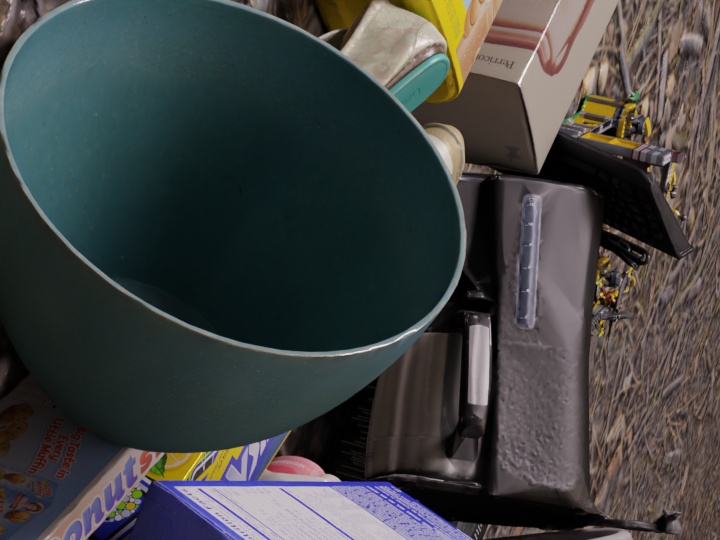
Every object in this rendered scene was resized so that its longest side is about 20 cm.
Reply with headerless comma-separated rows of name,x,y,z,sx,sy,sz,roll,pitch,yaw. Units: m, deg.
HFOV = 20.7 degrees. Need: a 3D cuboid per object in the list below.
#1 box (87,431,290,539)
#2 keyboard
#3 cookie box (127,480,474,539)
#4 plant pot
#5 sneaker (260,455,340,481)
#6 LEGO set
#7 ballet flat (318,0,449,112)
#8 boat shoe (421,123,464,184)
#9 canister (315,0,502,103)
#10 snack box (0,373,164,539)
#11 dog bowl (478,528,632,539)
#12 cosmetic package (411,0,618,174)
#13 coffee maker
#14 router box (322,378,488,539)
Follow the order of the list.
box,-0.089,0.087,0.981,0.070,0.064,0.200,84,29,-42
keyboard,0.134,-0.050,1.264,0.021,0.200,0.127,-46,132,-11
cookie box,-0.046,0.192,0.944,0.200,0.075,0.171,9,106,-56
plant pot,-0.073,-0.001,0.830,0.200,0.200,0.135,-49,172,-49
sneaker,-0.064,0.152,1.073,0.200,0.075,0.105,7,97,-73
LEGO set,0.207,-0.039,1.560,0.154,0.116,0.200,-12,115,-66
ballet flat,-0.038,-0.065,1.009,0.200,0.062,0.067,-43,165,-21
boat shoe,-0.002,-0.002,1.046,0.063,0.073,0.201,-34,161,-37
canister,0.050,-0.213,1.108,0.200,0.086,0.149,-65,156,-22
snack box,-0.141,0.089,0.841,0.200,0.072,0.024,-48,147,-49
dog bowl,0.073,0.188,1.142,0.200,0.200,0.059,5,78,-68
cosmetic package,0.095,-0.168,1.224,0.087,0.103,0.200,71,37,-52
coffee maker,0.095,0.053,1.213,0.192,0.135,0.200,16,73,-32
router box,0.031,0.160,1.327,0.200,0.062,0.150,65,44,-59
